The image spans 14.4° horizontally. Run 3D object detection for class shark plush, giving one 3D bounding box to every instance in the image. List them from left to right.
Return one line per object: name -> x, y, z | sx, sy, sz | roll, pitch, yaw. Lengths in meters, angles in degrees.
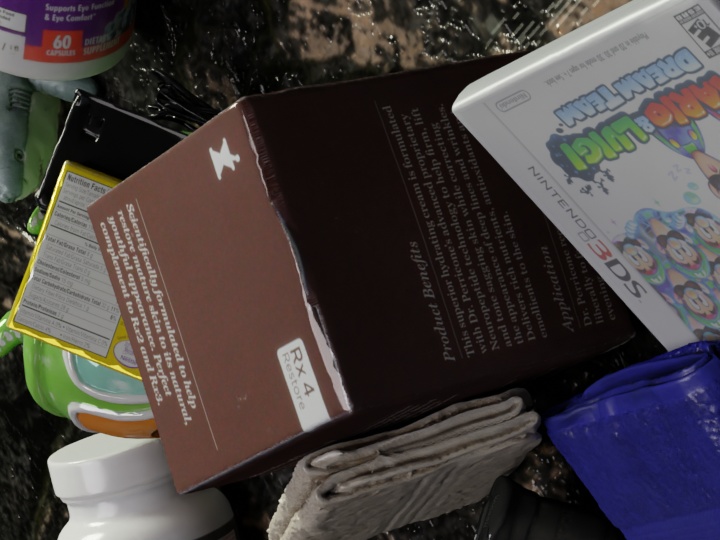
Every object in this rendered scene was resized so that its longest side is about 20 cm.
shark plush -> -0.242, -0.143, 1.793 | 0.091, 0.083, 0.201 | -17, 100, 50

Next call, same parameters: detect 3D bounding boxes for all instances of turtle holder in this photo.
turtle holder -> -0.117, 0.014, 1.706 | 0.131, 0.186, 0.141 | 22, 157, 27

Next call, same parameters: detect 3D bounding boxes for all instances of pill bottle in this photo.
pill bottle -> -0.178, -0.222, 1.674 | 0.111, 0.111, 0.201 | 37, 132, 34
pill bottle -> -0.125, 0.201, 1.791 | 0.116, 0.116, 0.201 | -6, 101, 51

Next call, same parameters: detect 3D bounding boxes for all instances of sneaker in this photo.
sneaker -> 0.098, 0.194, 1.554 | 0.090, 0.076, 0.200 | 13, 143, 5

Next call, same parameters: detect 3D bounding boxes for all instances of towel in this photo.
towel -> 0.020, 0.109, 1.511 | 0.200, 0.132, 0.035 | 118, 134, -72
towel -> 0.188, 0.129, 1.410 | 0.200, 0.049, 0.148 | 56, 152, -6

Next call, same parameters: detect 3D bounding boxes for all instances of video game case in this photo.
video game case -> 0.156, -0.041, 1.308 | 0.182, 0.024, 0.200 | 47, 148, -12

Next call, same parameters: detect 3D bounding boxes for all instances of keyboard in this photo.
keyboard -> -0.080, -0.044, 1.644 | 0.199, 0.040, 0.105 | 24, 96, 7

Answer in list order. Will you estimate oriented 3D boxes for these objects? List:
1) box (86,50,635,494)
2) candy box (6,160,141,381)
box -> 0.000, 0.000, 1.475 | 0.164, 0.199, 0.167 | -29, 76, 51
candy box -> -0.092, 0.020, 1.616 | 0.199, 0.026, 0.103 | 22, 92, 8
